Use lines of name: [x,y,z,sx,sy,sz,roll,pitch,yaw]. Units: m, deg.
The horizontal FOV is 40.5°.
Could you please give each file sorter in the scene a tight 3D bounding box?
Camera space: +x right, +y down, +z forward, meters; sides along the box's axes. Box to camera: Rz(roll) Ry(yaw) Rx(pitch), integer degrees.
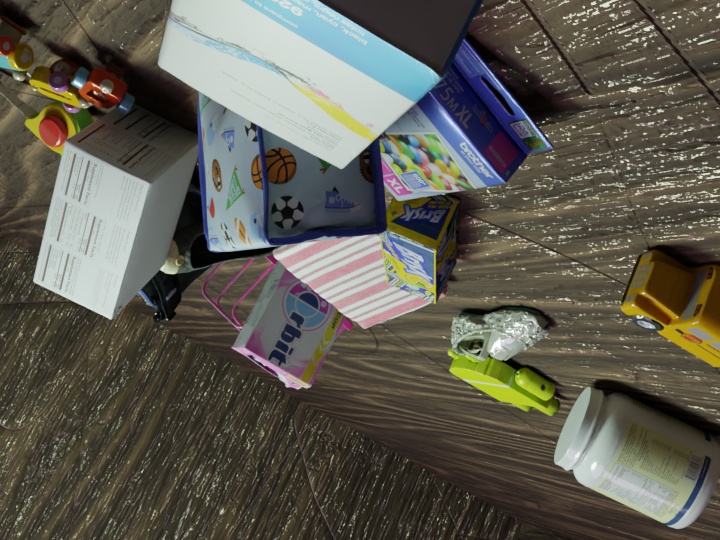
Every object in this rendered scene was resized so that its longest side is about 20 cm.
file sorter: [-0.135,0.057,1.543,0.139,0.126,0.200,39,176,38]

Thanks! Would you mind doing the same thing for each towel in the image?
towel: [0.002,-0.001,1.256,0.146,0.030,0.200,-24,134,31]

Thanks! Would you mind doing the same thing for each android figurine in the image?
android figurine: [0.228,0.177,1.583,0.200,0.041,0.182,32,165,-24]

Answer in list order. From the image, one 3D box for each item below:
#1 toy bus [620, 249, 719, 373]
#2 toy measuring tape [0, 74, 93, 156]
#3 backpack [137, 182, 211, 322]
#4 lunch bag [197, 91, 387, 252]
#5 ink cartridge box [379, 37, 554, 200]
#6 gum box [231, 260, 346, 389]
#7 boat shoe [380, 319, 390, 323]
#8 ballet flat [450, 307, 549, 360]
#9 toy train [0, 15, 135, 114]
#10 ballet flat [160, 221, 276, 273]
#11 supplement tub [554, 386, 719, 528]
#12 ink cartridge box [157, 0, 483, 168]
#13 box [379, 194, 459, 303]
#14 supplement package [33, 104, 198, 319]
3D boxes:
toy bus: [0.343,0.052,0.903,0.200,0.065,0.078,30,165,-14]
toy measuring tape: [-0.417,-0.217,1.296,0.200,0.074,0.074,43,167,6]
backpack: [-0.288,-0.058,1.397,0.154,0.200,0.191,34,166,22]
lunch bag: [-0.062,-0.121,0.789,0.123,0.201,0.170,-8,-178,-27]
ink cartridge box: [0.055,-0.119,0.806,0.119,0.042,0.200,48,156,-19]
gum box: [-0.087,0.060,1.389,0.113,0.201,0.066,32,164,-18]
boat shoe: [0.000,0.000,1.336,0.067,0.074,0.200,-19,140,31]
ballet flat: [0.184,0.092,1.318,0.072,0.072,0.200,31,164,-18]
toy train: [-0.350,-0.240,1.099,0.200,0.056,0.150,28,164,-21]
ballet flat: [-0.195,-0.035,1.358,0.200,0.067,0.057,-18,-142,-40]
supplement tub: [0.394,0.263,1.394,0.199,0.145,0.145,25,165,5]
ink cartridge box: [-0.016,-0.174,0.566,0.144,0.148,0.200,29,165,-10]
box: [0.067,-0.029,1.096,0.070,0.064,0.200,23,164,11]
supplement package: [-0.291,-0.075,1.181,0.111,0.156,0.200,26,121,2]
